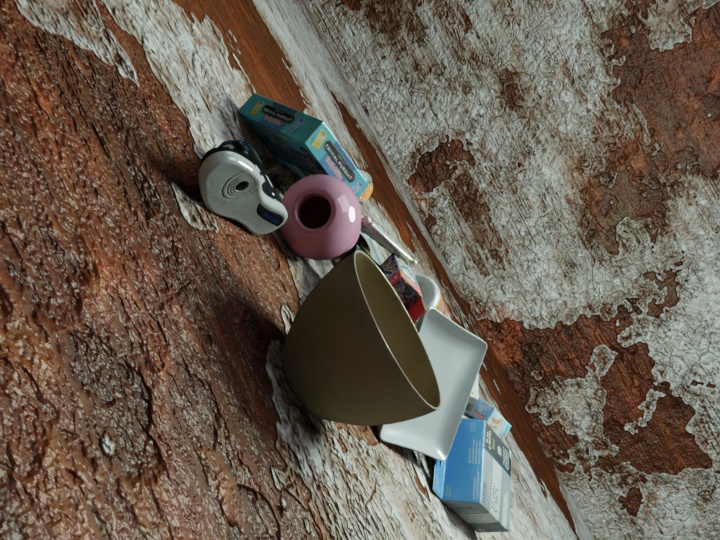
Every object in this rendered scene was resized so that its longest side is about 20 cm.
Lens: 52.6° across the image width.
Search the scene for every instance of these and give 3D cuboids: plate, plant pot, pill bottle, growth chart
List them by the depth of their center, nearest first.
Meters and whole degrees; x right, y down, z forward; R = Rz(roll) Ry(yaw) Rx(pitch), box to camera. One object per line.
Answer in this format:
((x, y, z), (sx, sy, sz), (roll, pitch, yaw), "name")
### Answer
((-0.012, 0.097, 0.842), (0.201, 0.133, 0.201), (57, 13, -20), "plant pot")
((0.107, 0.174, 1.103), (0.032, 0.202, 0.199), (16, -11, 40), "plate")
((0.012, -0.072, 1.253), (0.144, 0.018, 0.200), (41, -2, -33), "growth chart")
((0.126, 0.111, 1.437), (0.113, 0.111, 0.201), (-107, 173, -46), "pill bottle")

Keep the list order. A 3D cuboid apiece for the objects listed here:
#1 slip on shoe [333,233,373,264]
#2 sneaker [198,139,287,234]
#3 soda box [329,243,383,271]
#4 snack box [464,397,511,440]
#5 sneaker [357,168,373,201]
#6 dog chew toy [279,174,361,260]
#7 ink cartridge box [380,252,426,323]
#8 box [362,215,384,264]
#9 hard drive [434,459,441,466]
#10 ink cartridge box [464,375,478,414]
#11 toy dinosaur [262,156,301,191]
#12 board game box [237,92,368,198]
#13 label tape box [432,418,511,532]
((0.000, 0.000, 1.326), (0.200, 0.076, 0.060), (48, -27, -15), "slip on shoe")
((-0.162, -0.124, 0.896), (0.113, 0.072, 0.200), (62, 3, 21), "sneaker")
((-0.012, 0.040, 1.069), (0.063, 0.071, 0.201), (41, 21, -15), "soda box")
((0.176, 0.233, 1.344), (0.199, 0.037, 0.116), (30, -9, 36), "snack box")
((-0.073, -0.189, 1.452), (0.199, 0.091, 0.077), (29, 70, -37), "sneaker")
((-0.053, -0.073, 1.120), (0.126, 0.123, 0.200), (62, 4, 9), "dog chew toy")
((0.038, 0.050, 1.123), (0.050, 0.109, 0.200), (42, 10, -13), "ink cartridge box")
((-0.012, -0.066, 1.464), (0.157, 0.041, 0.200), (65, 11, 19), "box")
((0.121, 0.270, 1.283), (0.201, 0.025, 0.132), (58, 12, -18), "hard drive")
((0.158, 0.180, 1.281), (0.094, 0.038, 0.200), (17, 21, 4), "ink cartridge box")
((-0.102, -0.129, 1.205), (0.089, 0.047, 0.200), (54, 5, 21), "toy dinosaur")
((-0.094, -0.198, 1.179), (0.199, 0.047, 0.151), (31, -13, 43), "board game box")
((0.191, 0.334, 1.218), (0.200, 0.065, 0.145), (52, 38, -43), "label tape box")
